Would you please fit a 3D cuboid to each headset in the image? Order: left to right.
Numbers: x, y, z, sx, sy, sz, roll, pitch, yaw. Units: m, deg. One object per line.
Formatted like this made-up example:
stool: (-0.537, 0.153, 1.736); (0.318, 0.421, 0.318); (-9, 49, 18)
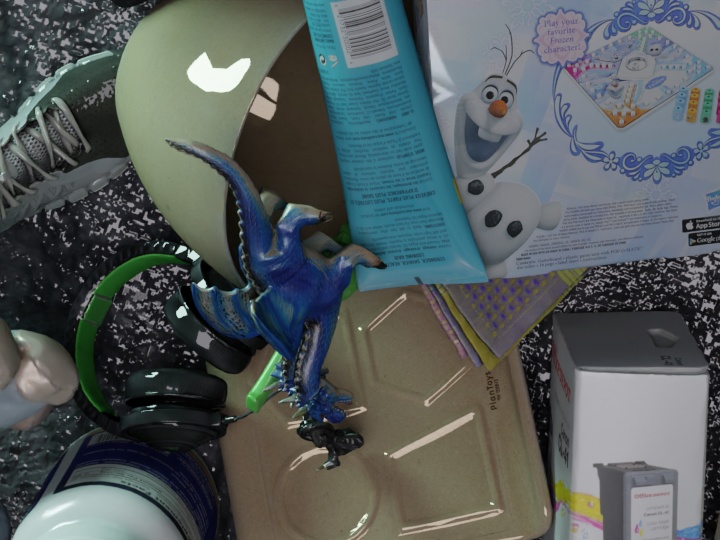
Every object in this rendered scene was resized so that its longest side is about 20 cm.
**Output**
headset: (-0.092, 0.061, 1.525); (0.200, 0.094, 0.124); (26, 91, 33)

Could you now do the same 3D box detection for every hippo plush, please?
hippo plush: (-0.278, 0.107, 1.494); (0.199, 0.159, 0.162); (10, 76, 4)

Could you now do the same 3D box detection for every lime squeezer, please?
lime squeezer: (0.000, 0.000, 1.467); (0.038, 0.200, 0.071); (18, 138, 34)

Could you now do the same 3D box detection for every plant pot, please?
plant pot: (-0.065, -0.098, 1.463); (0.134, 0.200, 0.201); (26, 106, 30)

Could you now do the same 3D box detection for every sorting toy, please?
sorting toy: (0.009, 0.094, 1.537); (0.199, 0.036, 0.186); (-14, 75, 11)

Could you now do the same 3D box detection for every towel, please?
towel: (0.078, -0.055, 1.472); (0.144, 0.023, 0.200); (-40, 121, -19)

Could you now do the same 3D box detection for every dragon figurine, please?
dragon figurine: (-0.050, 0.011, 1.358); (0.059, 0.200, 0.100); (23, 77, 40)

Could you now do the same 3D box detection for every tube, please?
tube: (0.013, -0.079, 1.369); (0.077, 0.050, 0.201); (-3, 116, 24)

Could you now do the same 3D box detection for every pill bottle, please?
pill bottle: (-0.153, 0.174, 1.511); (0.115, 0.200, 0.116); (1, 104, 4)

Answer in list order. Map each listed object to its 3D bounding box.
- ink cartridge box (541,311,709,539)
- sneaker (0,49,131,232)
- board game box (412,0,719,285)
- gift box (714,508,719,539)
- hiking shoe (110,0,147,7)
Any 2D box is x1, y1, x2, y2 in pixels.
ink cartridge box: (0.158, 0.137, 1.506); (0.085, 0.148, 0.201); (0, 102, -1)
sneaker: (-0.207, -0.056, 1.503); (0.200, 0.116, 0.075); (-35, 99, 11)
board game box: (0.132, -0.103, 1.418); (0.199, 0.043, 0.200); (-7, 107, -10)
gift box: (0.328, 0.155, 1.485); (0.199, 0.187, 0.185); (9, 103, -18)
hiking shoe: (-0.134, -0.204, 1.426); (0.075, 0.200, 0.101); (-26, 104, -5)
